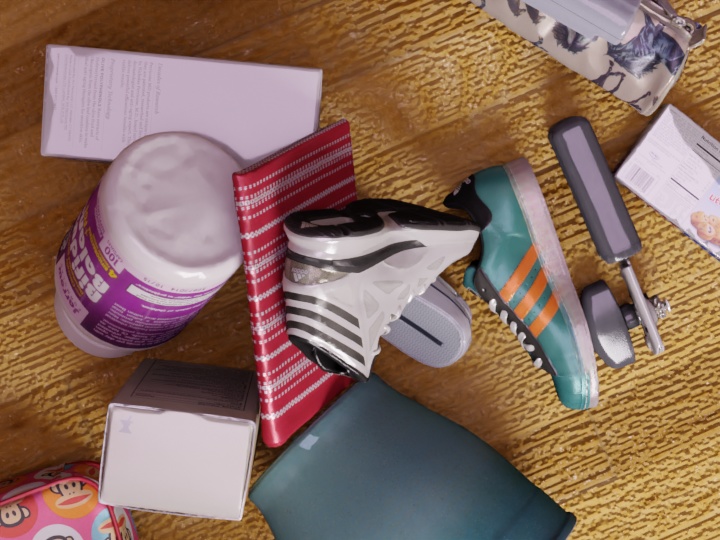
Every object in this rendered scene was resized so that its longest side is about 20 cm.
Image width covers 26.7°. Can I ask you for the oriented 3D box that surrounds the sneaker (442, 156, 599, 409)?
[{"bbox_3d":[0.123,0.019,1.170,0.079,0.071,0.201,-19,88,1],"label":"sneaker"}]

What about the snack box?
[{"bbox_3d":[0.296,-0.042,1.189,0.200,0.024,0.072,37,93,-5],"label":"snack box"}]

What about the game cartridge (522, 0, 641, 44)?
[{"bbox_3d":[0.159,-0.264,1.099,0.133,0.042,0.201,30,55,-8],"label":"game cartridge"}]

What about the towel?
[{"bbox_3d":[-0.040,0.008,1.065,0.022,0.145,0.201,6,113,28],"label":"towel"}]

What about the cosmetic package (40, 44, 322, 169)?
[{"bbox_3d":[-0.129,-0.116,1.126,0.198,0.108,0.085,4,94,-4],"label":"cosmetic package"}]

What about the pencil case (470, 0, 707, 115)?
[{"bbox_3d":[0.160,-0.204,1.138,0.199,0.078,0.090,33,129,-5],"label":"pencil case"}]

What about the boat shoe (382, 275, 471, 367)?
[{"bbox_3d":[0.000,0.000,1.165,0.200,0.067,0.074,40,114,-5],"label":"boat shoe"}]

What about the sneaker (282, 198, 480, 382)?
[{"bbox_3d":[0.009,0.014,1.076,0.075,0.200,0.116,18,106,35],"label":"sneaker"}]

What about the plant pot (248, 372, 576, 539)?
[{"bbox_3d":[0.026,0.186,1.128,0.200,0.200,0.188,-44,84,3],"label":"plant pot"}]

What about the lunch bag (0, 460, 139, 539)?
[{"bbox_3d":[-0.264,0.253,1.172,0.199,0.082,0.177,-15,97,-1],"label":"lunch bag"}]

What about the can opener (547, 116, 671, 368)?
[{"bbox_3d":[0.187,-0.021,1.173,0.066,0.053,0.201,-20,96,1],"label":"can opener"}]

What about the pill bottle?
[{"bbox_3d":[-0.156,-0.008,1.086,0.112,0.200,0.113,11,63,-22],"label":"pill bottle"}]

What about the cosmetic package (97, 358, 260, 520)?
[{"bbox_3d":[-0.125,0.118,1.103,0.104,0.200,0.072,8,95,-1],"label":"cosmetic package"}]
